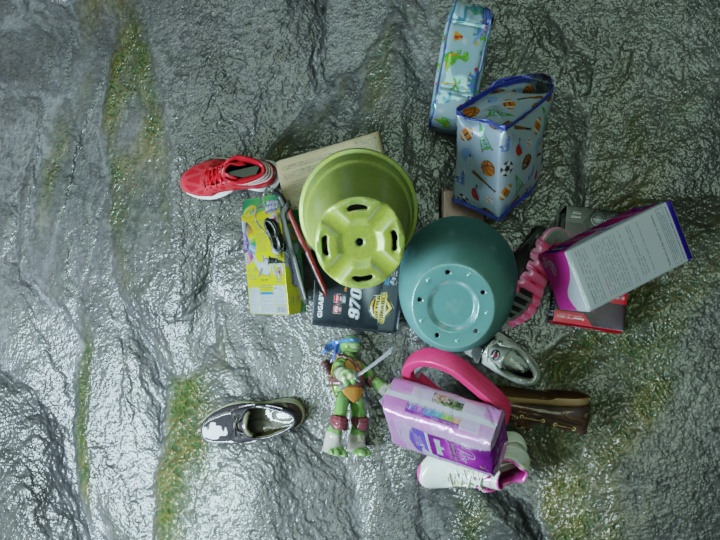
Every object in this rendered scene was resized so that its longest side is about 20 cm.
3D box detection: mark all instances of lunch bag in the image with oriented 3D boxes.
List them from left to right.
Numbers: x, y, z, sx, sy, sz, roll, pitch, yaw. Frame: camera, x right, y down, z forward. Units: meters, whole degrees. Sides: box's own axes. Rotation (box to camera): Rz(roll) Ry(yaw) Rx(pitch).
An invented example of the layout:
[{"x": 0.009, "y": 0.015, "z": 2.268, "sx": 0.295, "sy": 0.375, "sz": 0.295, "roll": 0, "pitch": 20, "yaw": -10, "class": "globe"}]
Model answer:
[{"x": 0.169, "y": -0.342, "z": 1.160, "sx": 0.080, "sy": 0.161, "sz": 0.206, "roll": 11, "pitch": 89, "yaw": 2, "class": "lunch bag"}, {"x": 0.241, "y": -0.211, "z": 1.106, "sx": 0.122, "sy": 0.173, "sz": 0.199, "roll": 29, "pitch": 50, "yaw": 33, "class": "lunch bag"}]

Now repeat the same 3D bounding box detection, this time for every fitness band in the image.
[{"x": 0.158, "y": 0.198, "z": 1.106, "sx": 0.199, "sy": 0.143, "sz": 0.038, "roll": 39, "pitch": 56, "yaw": -13, "class": "fitness band"}]

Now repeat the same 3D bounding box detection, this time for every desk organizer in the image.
[{"x": 0.175, "y": -0.036, "z": 1.179, "sx": 0.075, "sy": 0.072, "sz": 0.207, "roll": 1, "pitch": 86, "yaw": 4, "class": "desk organizer"}]

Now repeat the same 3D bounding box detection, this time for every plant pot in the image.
[{"x": -0.002, "y": -0.066, "z": 1.016, "sx": 0.194, "sy": 0.185, "sz": 0.206, "roll": 0, "pitch": 110, "yaw": -1, "class": "plant pot"}, {"x": 0.147, "y": 0.031, "z": 1.043, "sx": 0.194, "sy": 0.161, "sz": 0.207, "roll": 3, "pitch": 105, "yaw": 10, "class": "plant pot"}]

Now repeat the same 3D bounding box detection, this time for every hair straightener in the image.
[{"x": -0.124, "y": -0.038, "z": 1.110, "sx": 0.075, "sy": 0.041, "sz": 0.205, "roll": -23, "pitch": 97, "yaw": -11, "class": "hair straightener"}]

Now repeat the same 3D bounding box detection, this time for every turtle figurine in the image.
[{"x": 0.011, "y": 0.215, "z": 1.140, "sx": 0.194, "sy": 0.144, "sz": 0.200, "roll": 8, "pitch": 85, "yaw": 11, "class": "turtle figurine"}]

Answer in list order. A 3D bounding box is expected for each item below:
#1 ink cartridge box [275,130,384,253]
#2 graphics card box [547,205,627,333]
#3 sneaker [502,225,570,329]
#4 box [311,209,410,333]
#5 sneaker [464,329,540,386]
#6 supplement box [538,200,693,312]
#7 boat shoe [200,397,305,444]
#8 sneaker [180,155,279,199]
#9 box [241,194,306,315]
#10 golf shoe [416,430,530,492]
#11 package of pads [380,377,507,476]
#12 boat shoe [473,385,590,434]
[{"x": -0.036, "y": -0.136, "z": 1.207, "sx": 0.194, "sy": 0.075, "sz": 0.170, "roll": -14, "pitch": 85, "yaw": 4, "class": "ink cartridge box"}, {"x": 0.398, "y": -0.002, "z": 1.162, "sx": 0.122, "sy": 0.051, "sz": 0.206, "roll": 8, "pitch": 86, "yaw": 6, "class": "graphics card box"}, {"x": 0.277, "y": 0.008, "z": 1.161, "sx": 0.078, "sy": 0.095, "sz": 0.202, "roll": 34, "pitch": 95, "yaw": -25, "class": "sneaker"}, {"x": 0.000, "y": 0.000, "z": 1.161, "sx": 0.154, "sy": 0.046, "sz": 0.206, "roll": 6, "pitch": 109, "yaw": -2, "class": "box"}, {"x": 0.223, "y": 0.129, "z": 1.153, "sx": 0.197, "sy": 0.088, "sz": 0.075, "roll": 30, "pitch": 90, "yaw": 9, "class": "sneaker"}, {"x": 0.402, "y": -0.021, "z": 1.074, "sx": 0.196, "sy": 0.101, "sz": 0.106, "roll": -26, "pitch": 94, "yaw": -10, "class": "supplement box"}, {"x": -0.197, "y": 0.269, "z": 1.197, "sx": 0.194, "sy": 0.065, "sz": 0.074, "roll": -9, "pitch": 86, "yaw": 6, "class": "boat shoe"}, {"x": -0.250, "y": -0.178, "z": 1.207, "sx": 0.194, "sy": 0.115, "sz": 0.081, "roll": -8, "pitch": 85, "yaw": 12, "class": "sneaker"}, {"x": -0.155, "y": -0.027, "z": 1.184, "sx": 0.115, "sy": 0.048, "sz": 0.206, "roll": -1, "pitch": 97, "yaw": 44, "class": "box"}, {"x": 0.190, "y": 0.333, "z": 1.132, "sx": 0.195, "sy": 0.092, "sz": 0.077, "roll": -18, "pitch": 114, "yaw": 5, "class": "golf shoe"}, {"x": 0.136, "y": 0.254, "z": 1.093, "sx": 0.195, "sy": 0.122, "sz": 0.077, "roll": 12, "pitch": 54, "yaw": 26, "class": "package of pads"}, {"x": 0.288, "y": 0.238, "z": 1.143, "sx": 0.194, "sy": 0.070, "sz": 0.073, "roll": 5, "pitch": 98, "yaw": 15, "class": "boat shoe"}]
